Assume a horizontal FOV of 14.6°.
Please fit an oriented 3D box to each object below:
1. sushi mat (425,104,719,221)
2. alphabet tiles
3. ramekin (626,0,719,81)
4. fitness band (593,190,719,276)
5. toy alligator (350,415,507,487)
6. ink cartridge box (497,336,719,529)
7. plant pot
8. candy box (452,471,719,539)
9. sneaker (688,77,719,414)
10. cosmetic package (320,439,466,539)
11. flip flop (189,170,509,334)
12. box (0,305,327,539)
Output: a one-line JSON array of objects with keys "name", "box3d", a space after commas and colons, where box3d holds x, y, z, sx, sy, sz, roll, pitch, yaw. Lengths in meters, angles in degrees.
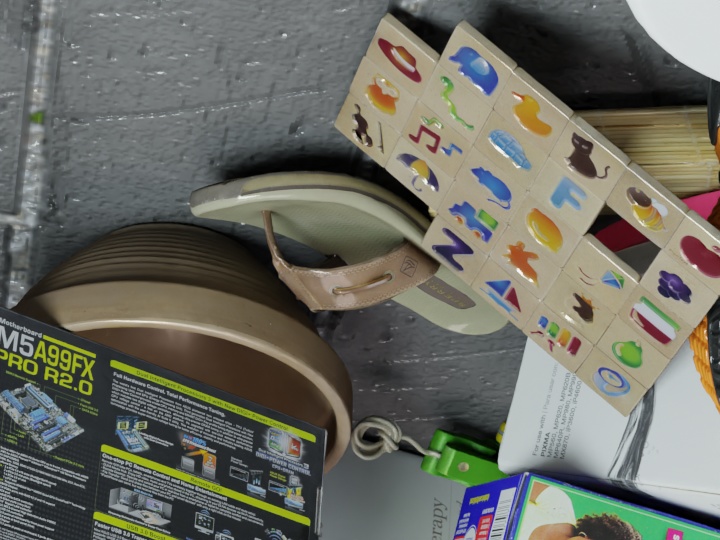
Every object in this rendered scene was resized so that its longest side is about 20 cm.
[{"name": "sushi mat", "box3d": [0.123, -0.053, 1.375, 0.199, 0.012, 0.096, -2, 148, 10]}, {"name": "alphabet tiles", "box3d": [0.075, -0.031, 1.315, 0.200, 0.008, 0.167, 41, 151, 8]}, {"name": "ramekin", "box3d": [0.193, -0.154, 1.126, 0.199, 0.098, 0.201, 3, 148, 2]}, {"name": "fitness band", "box3d": [0.203, 0.002, 1.418, 0.199, 0.038, 0.143, -13, 154, 29]}, {"name": "toy alligator", "box3d": [0.073, 0.113, 1.613, 0.199, 0.060, 0.054, 20, -175, -24]}, {"name": "ink cartridge box", "box3d": [0.191, 0.088, 1.414, 0.199, 0.084, 0.144, 3, 165, 43]}, {"name": "plant pot", "box3d": [-0.100, 0.040, 1.477, 0.200, 0.093, 0.201, 4, 148, 3]}, {"name": "candy box", "box3d": [0.152, 0.167, 1.434, 0.199, 0.077, 0.169, 15, 171, -5]}, {"name": "sneaker", "box3d": [0.205, -0.019, 1.285, 0.091, 0.076, 0.201, 1, 107, -11]}, {"name": "cosmetic package", "box3d": [-0.005, 0.213, 1.669, 0.199, 0.168, 0.166, 17, 147, -20]}, {"name": "flip flop", "box3d": [0.000, 0.000, 1.423, 0.081, 0.058, 0.200, -10, 151, 45]}, {"name": "box", "box3d": [-0.113, 0.123, 1.375, 0.199, 0.161, 0.044, 22, 143, -27]}]
